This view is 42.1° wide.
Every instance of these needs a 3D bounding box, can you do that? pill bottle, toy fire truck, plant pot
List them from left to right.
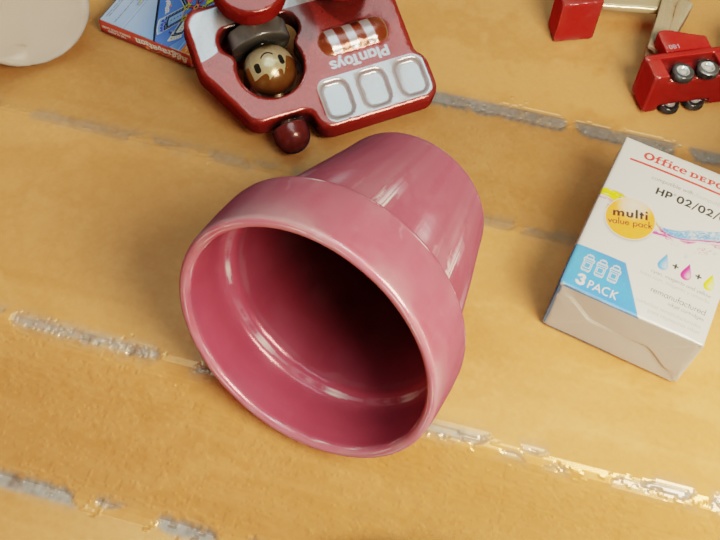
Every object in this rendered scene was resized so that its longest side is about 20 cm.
[{"bbox_3d":[-0.336,-0.296,0.869,0.112,0.113,0.201,-23,62,-16],"label":"pill bottle"},{"bbox_3d":[-0.047,-0.196,0.833,0.198,0.112,0.170,-19,80,-13],"label":"toy fire truck"},{"bbox_3d":[0.000,0.000,0.670,0.198,0.201,0.179,26,45,13],"label":"plant pot"},{"bbox_3d":[0.292,-0.219,0.885,0.197,0.049,0.142,-9,59,-8],"label":"toy fire truck"}]

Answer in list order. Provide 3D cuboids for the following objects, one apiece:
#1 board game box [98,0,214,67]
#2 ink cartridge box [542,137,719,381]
[{"bbox_3d":[-0.160,-0.290,0.927,0.102,0.020,0.201,22,60,12],"label":"board game box"},{"bbox_3d":[0.240,-0.027,0.755,0.114,0.068,0.201,24,61,12],"label":"ink cartridge box"}]
